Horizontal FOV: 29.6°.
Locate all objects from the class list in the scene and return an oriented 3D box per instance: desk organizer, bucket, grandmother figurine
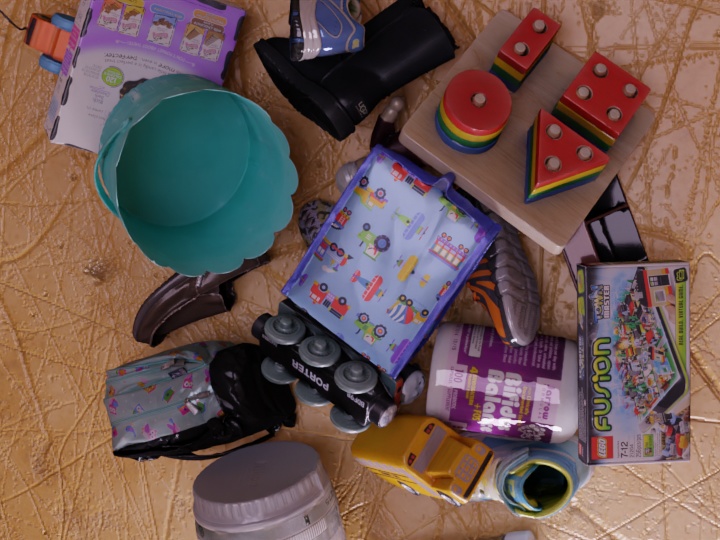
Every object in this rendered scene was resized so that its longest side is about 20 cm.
[{"bbox_3d":[0.254,-0.024,1.425,0.076,0.072,0.201,-20,91,15],"label":"desk organizer"},{"bbox_3d":[-0.180,-0.107,1.445,0.206,0.135,0.209,-8,112,-20],"label":"bucket"},{"bbox_3d":[0.060,-0.133,1.475,0.199,0.061,0.122,-29,99,20],"label":"grandmother figurine"}]

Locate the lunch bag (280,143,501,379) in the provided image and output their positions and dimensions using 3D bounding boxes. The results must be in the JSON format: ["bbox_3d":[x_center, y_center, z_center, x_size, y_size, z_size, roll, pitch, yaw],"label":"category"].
[{"bbox_3d":[0.037,-0.020,1.382,0.150,0.094,0.201,37,120,7],"label":"lunch bag"}]

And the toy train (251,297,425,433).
[{"bbox_3d":[-0.024,0.094,1.474,0.199,0.114,0.086,32,134,29],"label":"toy train"}]

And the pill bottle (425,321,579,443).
[{"bbox_3d":[0.174,0.122,1.439,0.198,0.112,0.113,8,99,7],"label":"pill bottle"}]

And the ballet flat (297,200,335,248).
[{"bbox_3d":[0.000,0.000,1.501,0.200,0.072,0.072,46,106,6],"label":"ballet flat"}]

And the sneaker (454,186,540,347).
[{"bbox_3d":[0.119,0.005,1.449,0.112,0.077,0.201,-27,55,26],"label":"sneaker"}]

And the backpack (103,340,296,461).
[{"bbox_3d":[-0.192,0.147,1.542,0.199,0.167,0.128,-15,76,20],"label":"backpack"}]

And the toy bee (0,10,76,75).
[{"bbox_3d":[-0.339,-0.271,1.560,0.200,0.109,0.131,40,98,-18],"label":"toy bee"}]

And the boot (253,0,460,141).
[{"bbox_3d":[-0.005,-0.235,1.467,0.168,0.077,0.200,-37,42,-9],"label":"boot"}]

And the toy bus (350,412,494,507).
[{"bbox_3d":[0.064,0.195,1.441,0.078,0.200,0.065,38,75,-14],"label":"toy bus"}]

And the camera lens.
[{"bbox_3d":[-0.093,0.311,1.503,0.159,0.160,0.202,-8,108,17],"label":"camera lens"}]

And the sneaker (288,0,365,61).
[{"bbox_3d":[-0.037,-0.281,1.431,0.076,0.201,0.076,2,133,-5],"label":"sneaker"}]

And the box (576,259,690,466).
[{"bbox_3d":[0.274,0.092,1.366,0.109,0.035,0.202,-2,95,-6],"label":"box"}]

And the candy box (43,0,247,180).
[{"bbox_3d":[-0.239,-0.220,1.499,0.167,0.072,0.201,15,104,-24],"label":"candy box"}]

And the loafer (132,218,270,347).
[{"bbox_3d":[-0.181,0.026,1.554,0.200,0.073,0.071,-43,85,17],"label":"loafer"}]

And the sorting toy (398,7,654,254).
[{"bbox_3d":[0.176,-0.156,1.368,0.199,0.070,0.199,36,65,6],"label":"sorting toy"}]

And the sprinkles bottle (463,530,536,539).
[{"bbox_3d":[0.100,0.336,1.515,0.198,0.068,0.069,-12,94,18],"label":"sprinkles bottle"}]

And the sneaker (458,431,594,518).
[{"bbox_3d":[0.144,0.220,1.455,0.198,0.130,0.080,-10,95,18],"label":"sneaker"}]
